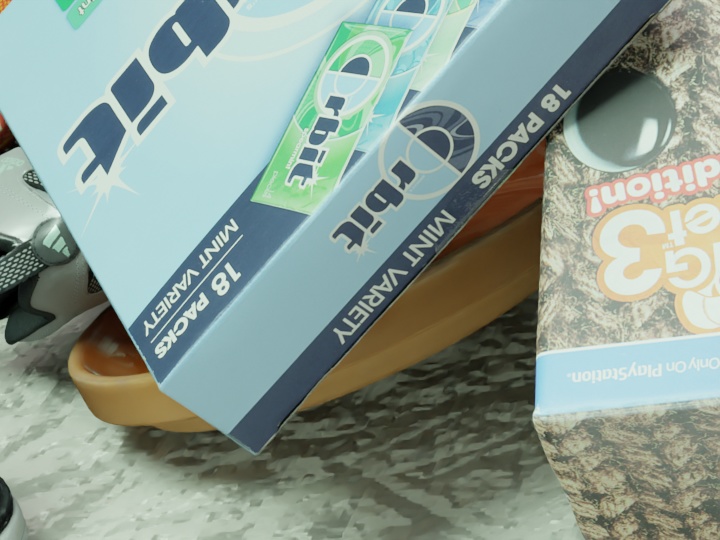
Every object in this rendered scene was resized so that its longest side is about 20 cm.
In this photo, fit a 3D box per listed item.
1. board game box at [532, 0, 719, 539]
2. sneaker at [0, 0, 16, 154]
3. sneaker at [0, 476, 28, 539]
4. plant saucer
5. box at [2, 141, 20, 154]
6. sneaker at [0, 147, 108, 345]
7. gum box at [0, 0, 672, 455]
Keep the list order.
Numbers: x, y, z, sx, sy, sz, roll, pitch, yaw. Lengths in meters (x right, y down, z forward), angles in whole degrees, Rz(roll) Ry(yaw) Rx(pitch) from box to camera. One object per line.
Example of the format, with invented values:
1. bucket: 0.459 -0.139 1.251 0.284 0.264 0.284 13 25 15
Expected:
1. board game box: 0.135 -0.026 0.714 0.158 0.097 0.201 -7 53 15
2. sneaker: -0.153 -0.074 0.983 0.200 0.077 0.073 -41 -3 18
3. sneaker: -0.208 0.061 0.790 0.198 0.116 0.075 -12 25 7
4. plant saucer: 0.000 0.000 0.857 0.199 0.033 0.200 -23 13 6
5. box: -0.118 -0.150 1.077 0.165 0.201 0.165 -10 26 10
6. sneaker: -0.111 -0.024 0.925 0.139 0.078 0.200 -30 6 -6
7. gum box: -0.021 -0.071 0.758 0.170 0.044 0.200 -47 38 9
